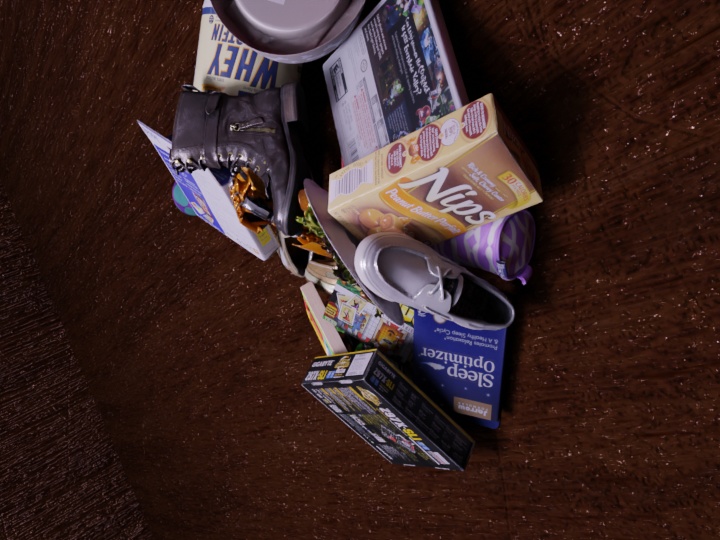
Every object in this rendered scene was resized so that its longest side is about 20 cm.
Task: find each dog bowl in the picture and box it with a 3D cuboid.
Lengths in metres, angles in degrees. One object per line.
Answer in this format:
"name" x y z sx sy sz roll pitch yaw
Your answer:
"dog bowl" -0.080 -0.340 0.789 0.204 0.197 0.059 60 -179 7

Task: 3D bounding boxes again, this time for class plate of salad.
"plate of salad" -0.013 -0.017 0.784 0.047 0.200 0.203 -34 79 9

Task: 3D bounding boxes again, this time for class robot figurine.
"robot figurine" -0.092 -0.076 0.905 0.059 0.196 0.146 -57 35 21

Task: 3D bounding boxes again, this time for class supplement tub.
"supplement tub" -0.152 -0.251 0.907 0.143 0.142 0.207 20 104 43

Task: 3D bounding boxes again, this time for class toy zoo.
"toy zoo" -0.048 0.108 1.040 0.134 0.020 0.201 62 171 16

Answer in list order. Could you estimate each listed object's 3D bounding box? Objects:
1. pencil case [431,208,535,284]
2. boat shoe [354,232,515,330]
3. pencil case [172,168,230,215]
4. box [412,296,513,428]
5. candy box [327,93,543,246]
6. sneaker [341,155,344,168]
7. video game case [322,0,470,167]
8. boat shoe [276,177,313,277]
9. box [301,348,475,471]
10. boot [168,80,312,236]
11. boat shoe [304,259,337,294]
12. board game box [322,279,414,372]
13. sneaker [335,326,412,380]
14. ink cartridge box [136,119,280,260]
"pencil case" 0.113 -0.043 0.788 0.197 0.084 0.087 19 147 47
"boat shoe" 0.084 0.018 0.710 0.197 0.074 0.068 31 168 -29
"pencil case" -0.258 -0.152 1.182 0.197 0.086 0.093 -10 125 52
"box" 0.125 0.118 0.855 0.117 0.033 0.206 10 121 20
"candy box" 0.075 -0.086 0.698 0.196 0.115 0.057 -21 51 29
"sneaker" 0.013 -0.153 0.869 0.096 0.077 0.204 52 135 36
"video game case" 0.033 -0.203 0.756 0.180 0.023 0.206 -34 59 42
"boat shoe" -0.093 -0.080 1.019 0.069 0.073 0.204 55 155 41
"box" 0.034 0.189 0.902 0.200 0.050 0.158 44 148 -19
"boot" -0.147 -0.133 0.807 0.168 0.069 0.207 -5 74 11
"boat shoe" 0.000 0.000 0.968 0.196 0.071 0.079 15 109 35
"board game box" 0.049 0.071 0.895 0.196 0.024 0.107 29 124 7
"sneaker" 0.028 0.136 0.981 0.203 0.084 0.078 57 142 12
"ink cartridge box" -0.224 -0.128 1.003 0.196 0.047 0.203 33 155 38
